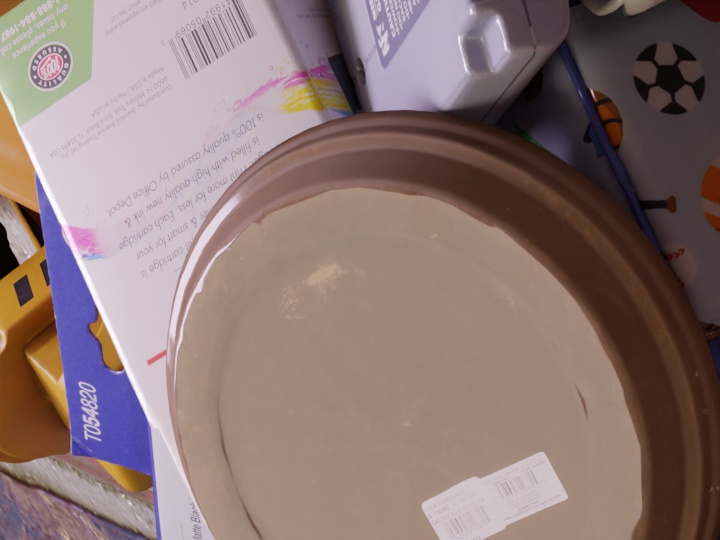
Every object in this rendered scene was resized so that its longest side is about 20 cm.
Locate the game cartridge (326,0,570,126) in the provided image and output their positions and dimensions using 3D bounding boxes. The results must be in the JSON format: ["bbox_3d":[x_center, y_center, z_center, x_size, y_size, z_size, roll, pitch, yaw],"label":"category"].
[{"bbox_3d":[0.013,-0.138,0.830,0.133,0.041,0.201,136,124,-64],"label":"game cartridge"}]

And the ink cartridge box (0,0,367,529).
[{"bbox_3d":[-0.038,-0.022,0.897,0.067,0.117,0.201,-6,-111,-62],"label":"ink cartridge box"}]

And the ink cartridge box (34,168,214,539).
[{"bbox_3d":[-0.040,0.058,1.030,0.199,0.041,0.200,15,143,12],"label":"ink cartridge box"}]

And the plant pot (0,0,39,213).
[{"bbox_3d":[-0.111,-0.102,1.079,0.183,0.200,0.200,37,159,-2],"label":"plant pot"}]

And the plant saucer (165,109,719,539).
[{"bbox_3d":[0.019,0.050,0.806,0.199,0.029,0.201,10,111,26],"label":"plant saucer"}]

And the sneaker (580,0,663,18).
[{"bbox_3d":[0.085,-0.148,0.712,0.073,0.071,0.200,38,155,36],"label":"sneaker"}]

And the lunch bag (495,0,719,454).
[{"bbox_3d":[0.089,-0.010,0.855,0.201,0.075,0.160,70,159,10],"label":"lunch bag"}]

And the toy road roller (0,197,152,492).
[{"bbox_3d":[-0.109,0.011,1.193,0.146,0.200,0.123,41,163,35],"label":"toy road roller"}]
